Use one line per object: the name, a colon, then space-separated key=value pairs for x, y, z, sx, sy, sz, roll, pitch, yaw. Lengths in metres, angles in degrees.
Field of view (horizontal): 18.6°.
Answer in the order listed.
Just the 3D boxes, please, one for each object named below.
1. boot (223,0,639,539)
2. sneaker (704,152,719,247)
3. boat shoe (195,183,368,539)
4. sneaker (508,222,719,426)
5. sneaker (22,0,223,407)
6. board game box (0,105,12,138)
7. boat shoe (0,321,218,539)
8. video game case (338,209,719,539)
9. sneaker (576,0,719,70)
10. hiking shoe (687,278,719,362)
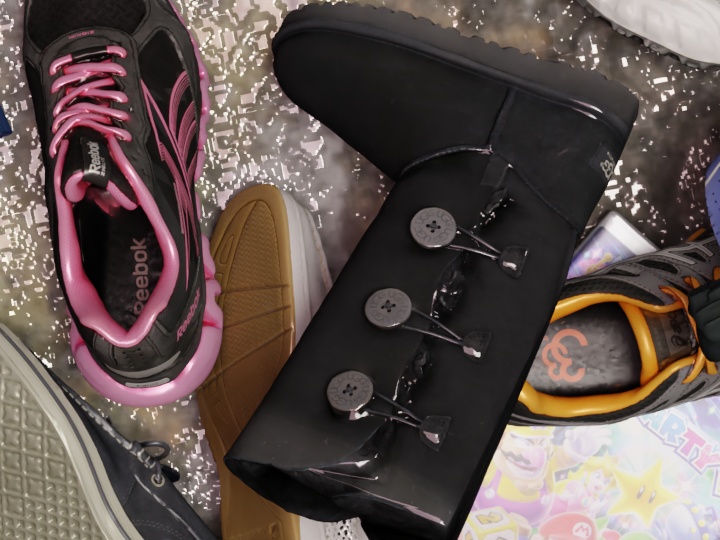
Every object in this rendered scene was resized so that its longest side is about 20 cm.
boot: x=0.001 y=0.000 z=0.860 sx=0.165 sy=0.066 sz=0.200 roll=15 pitch=69 yaw=27
sneaker: x=0.202 y=-0.065 z=0.790 sx=0.199 sy=0.115 sz=0.081 roll=-32 pitch=77 yaw=26
boat shoe: x=-0.022 y=0.064 z=0.924 sx=0.069 sy=0.071 sz=0.201 roll=3 pitch=79 yaw=-38
sneaker: x=0.135 y=0.023 z=0.893 sx=0.200 sy=0.077 sz=0.078 roll=-19 pitch=92 yaw=1
sneaker: x=-0.101 y=-0.048 z=0.889 sx=0.079 sy=0.095 sz=0.200 roll=-13 pitch=78 yaw=4
board game box: x=-0.266 y=-0.083 z=0.929 sx=0.200 sy=0.034 sz=0.136 roll=-22 pitch=94 yaw=2
boat shoe: x=-0.112 y=0.100 z=0.925 sx=0.075 sy=0.062 sz=0.200 roll=-36 pitch=94 yaw=29
video game case: x=0.095 y=0.095 z=0.945 sx=0.143 sy=0.018 sz=0.200 roll=41 pitch=93 yaw=-2
sneaker: x=0.188 y=-0.106 z=0.895 sx=0.200 sy=0.074 sz=0.079 roll=23 pitch=105 yaw=0
hiking shoe: x=0.199 y=0.041 z=0.818 sx=0.074 sy=0.200 sz=0.087 roll=-26 pitch=64 yaw=40
